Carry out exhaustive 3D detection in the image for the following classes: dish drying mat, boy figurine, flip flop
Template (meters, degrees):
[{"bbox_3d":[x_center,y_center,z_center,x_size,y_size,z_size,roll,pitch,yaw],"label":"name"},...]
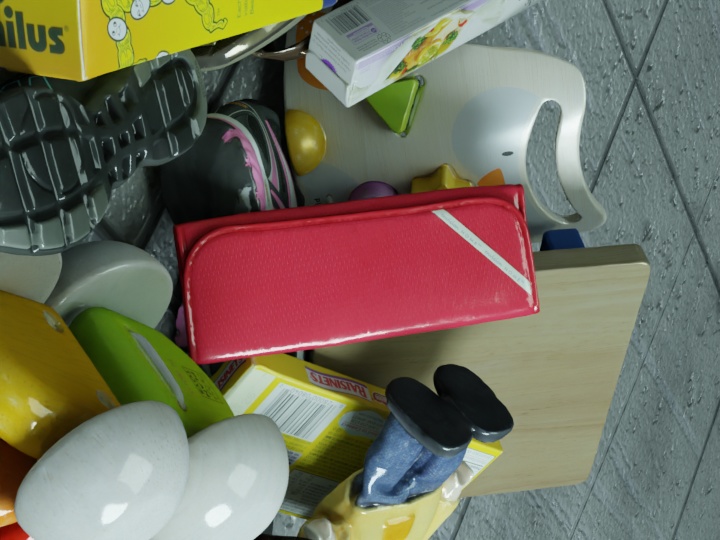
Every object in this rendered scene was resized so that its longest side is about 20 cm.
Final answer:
[{"bbox_3d":[0.000,0.000,0.891,0.198,0.018,0.078,-8,92,-14],"label":"dish drying mat"},{"bbox_3d":[0.010,0.147,0.941,0.124,0.064,0.201,-10,136,-44],"label":"boy figurine"},{"bbox_3d":[-0.037,-0.155,0.940,0.200,0.080,0.058,-47,135,-50],"label":"flip flop"}]

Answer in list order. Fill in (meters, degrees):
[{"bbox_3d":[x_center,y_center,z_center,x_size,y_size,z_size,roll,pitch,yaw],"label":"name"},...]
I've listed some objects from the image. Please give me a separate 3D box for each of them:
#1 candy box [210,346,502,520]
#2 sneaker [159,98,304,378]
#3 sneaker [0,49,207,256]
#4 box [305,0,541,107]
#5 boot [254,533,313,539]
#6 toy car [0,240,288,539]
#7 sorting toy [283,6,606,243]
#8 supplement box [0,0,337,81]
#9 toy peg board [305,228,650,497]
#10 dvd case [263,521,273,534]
[{"bbox_3d":[-0.018,0.107,0.965,0.199,0.102,0.027,23,35,-37],"label":"candy box"},{"bbox_3d":[-0.058,-0.007,0.953,0.086,0.080,0.202,-51,146,-54],"label":"sneaker"},{"bbox_3d":[-0.148,-0.055,0.761,0.200,0.079,0.076,-37,119,-58],"label":"sneaker"},{"bbox_3d":[0.056,-0.158,0.943,0.199,0.041,0.039,-33,156,-29],"label":"box"},{"bbox_3d":[-0.030,0.234,0.933,0.064,0.186,0.201,-35,130,-23],"label":"boot"},{"bbox_3d":[-0.145,0.079,0.780,0.150,0.175,0.199,-47,153,15],"label":"toy car"},{"bbox_3d":[0.057,-0.068,1.003,0.107,0.178,0.201,-75,155,-48],"label":"sorting toy"},{"bbox_3d":[-0.109,-0.168,0.782,0.199,0.108,0.111,-28,123,-52],"label":"supplement box"},{"bbox_3d":[0.054,0.043,1.019,0.098,0.198,0.200,-108,-162,-44],"label":"toy peg board"},{"bbox_3d":[-0.105,0.210,0.993,0.146,0.022,0.202,-7,106,-58],"label":"dvd case"}]
